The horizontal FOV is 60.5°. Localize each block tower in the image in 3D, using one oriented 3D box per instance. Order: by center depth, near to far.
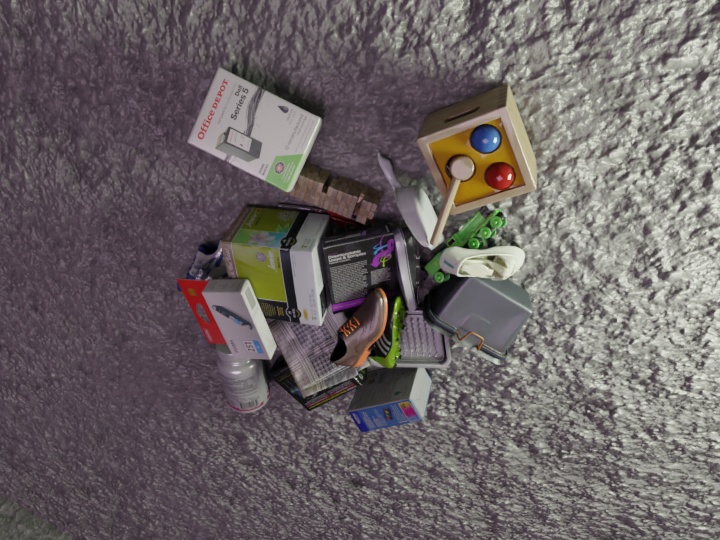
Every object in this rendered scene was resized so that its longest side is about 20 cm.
[{"bbox_3d":[-0.061,-0.155,1.203,0.199,0.058,0.054,22,129,1],"label":"block tower"}]

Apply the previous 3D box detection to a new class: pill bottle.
[{"bbox_3d":[-0.294,0.248,1.540,0.113,0.114,0.201,5,127,12],"label":"pill bottle"}]

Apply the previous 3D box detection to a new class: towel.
[{"bbox_3d":[-0.096,0.170,1.401,0.192,0.035,0.201,-28,90,15],"label":"towel"}]

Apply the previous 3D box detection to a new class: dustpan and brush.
[{"bbox_3d":[0.088,-0.135,1.154,0.057,0.140,0.201,-18,95,22],"label":"dustpan and brush"}]

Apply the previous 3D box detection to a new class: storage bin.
[{"bbox_3d":[0.244,0.077,1.249,0.199,0.146,0.135,29,119,-7],"label":"storage bin"}]

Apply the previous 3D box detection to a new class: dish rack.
[{"bbox_3d":[0.102,0.145,1.393,0.199,0.044,0.173,-1,125,17],"label":"dish rack"}]

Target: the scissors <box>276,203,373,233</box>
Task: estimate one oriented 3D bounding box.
[{"bbox_3d":[-0.072,-0.123,1.260,0.199,0.014,0.073,23,132,0],"label":"scissors"}]

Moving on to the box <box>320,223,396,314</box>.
[{"bbox_3d":[0.000,0.000,1.261,0.142,0.036,0.201,-12,138,-7],"label":"box"}]

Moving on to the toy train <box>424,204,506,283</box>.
[{"bbox_3d":[0.202,-0.053,1.202,0.056,0.042,0.200,51,119,16],"label":"toy train"}]

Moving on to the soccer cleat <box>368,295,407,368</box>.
[{"bbox_3d":[0.052,0.131,1.331,0.081,0.068,0.201,19,130,18],"label":"soccer cleat"}]

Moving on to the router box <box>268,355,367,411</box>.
[{"bbox_3d":[-0.105,0.249,1.519,0.199,0.062,0.150,-31,111,33],"label":"router box"}]

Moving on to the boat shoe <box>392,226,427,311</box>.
[{"bbox_3d":[0.109,-0.005,1.269,0.066,0.070,0.201,-14,120,-3],"label":"boat shoe"}]

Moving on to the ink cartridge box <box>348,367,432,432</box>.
[{"bbox_3d":[0.058,0.301,1.463,0.199,0.137,0.077,-16,115,26],"label":"ink cartridge box"}]

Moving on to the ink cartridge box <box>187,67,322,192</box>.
[{"bbox_3d":[-0.188,-0.250,1.114,0.199,0.084,0.146,25,98,-4],"label":"ink cartridge box"}]

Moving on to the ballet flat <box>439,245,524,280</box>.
[{"bbox_3d":[0.241,-0.008,1.162,0.199,0.070,0.070,1,135,-27],"label":"ballet flat"}]

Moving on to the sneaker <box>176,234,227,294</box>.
[{"bbox_3d":[-0.346,-0.016,1.392,0.199,0.075,0.088,-25,105,23],"label":"sneaker"}]

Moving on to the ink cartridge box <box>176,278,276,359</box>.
[{"bbox_3d":[-0.289,0.105,1.310,0.175,0.045,0.201,0,130,19],"label":"ink cartridge box"}]

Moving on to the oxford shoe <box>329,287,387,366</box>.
[{"bbox_3d":[-0.004,0.124,1.291,0.072,0.071,0.201,4,120,-36],"label":"oxford shoe"}]

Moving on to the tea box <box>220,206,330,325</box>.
[{"bbox_3d":[-0.164,-0.009,1.288,0.195,0.134,0.201,7,131,11],"label":"tea box"}]

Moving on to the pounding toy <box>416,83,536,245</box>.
[{"bbox_3d":[0.186,-0.176,1.059,0.199,0.143,0.185,-16,120,25],"label":"pounding toy"}]
